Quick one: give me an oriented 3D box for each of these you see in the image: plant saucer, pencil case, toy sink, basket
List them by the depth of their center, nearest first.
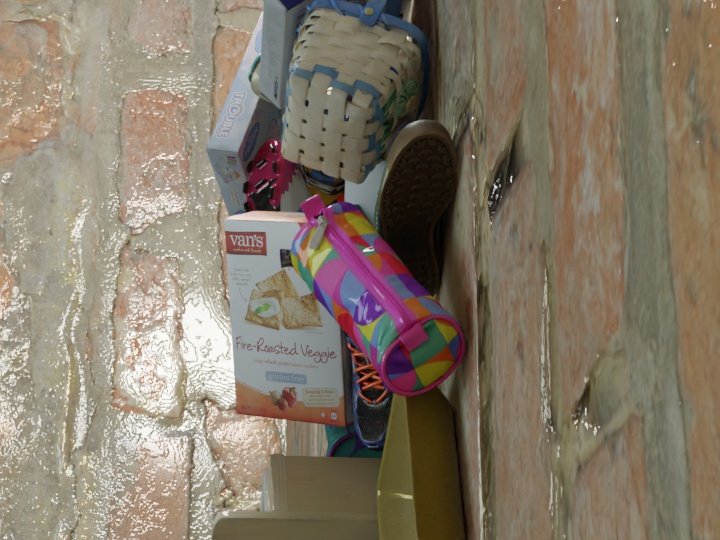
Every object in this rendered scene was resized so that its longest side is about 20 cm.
[{"bbox_3d":[0.009,0.020,1.439,0.200,0.088,0.089,48,142,45],"label":"pencil case"},{"bbox_3d":[0.051,0.210,1.448,0.201,0.048,0.201,99,171,-47],"label":"plant saucer"},{"bbox_3d":[-0.045,0.258,1.640,0.112,0.198,0.131,-99,12,-61],"label":"toy sink"},{"bbox_3d":[0.001,-0.196,1.675,0.177,0.138,0.201,99,-171,-54],"label":"basket"},{"bbox_3d":[-0.004,0.158,1.818,0.200,0.084,0.093,-98,13,-62],"label":"pencil case"}]

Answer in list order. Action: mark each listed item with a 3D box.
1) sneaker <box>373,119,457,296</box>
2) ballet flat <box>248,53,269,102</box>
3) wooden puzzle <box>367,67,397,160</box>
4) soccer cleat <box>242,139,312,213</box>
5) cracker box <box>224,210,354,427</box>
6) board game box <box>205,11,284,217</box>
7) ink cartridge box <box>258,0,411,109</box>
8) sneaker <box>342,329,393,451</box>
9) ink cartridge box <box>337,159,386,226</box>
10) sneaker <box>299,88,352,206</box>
[{"bbox_3d":[0.041,-0.069,1.522,0.090,0.066,0.201,-103,12,-46],"label":"sneaker"},{"bbox_3d":[-0.059,-0.216,1.868,0.200,0.069,0.070,-39,-43,-63],"label":"ballet flat"},{"bbox_3d":[0.019,-0.146,1.916,0.185,0.046,0.202,115,160,-75],"label":"wooden puzzle"},{"bbox_3d":[-0.070,-0.046,1.798,0.070,0.086,0.201,-39,46,35],"label":"soccer cleat"},{"bbox_3d":[-0.061,0.045,1.679,0.058,0.133,0.202,-17,-73,-56],"label":"cracker box"},{"bbox_3d":[-0.106,-0.151,1.937,0.200,0.043,0.201,77,-153,-54],"label":"board game box"},{"bbox_3d":[-0.018,-0.284,1.716,0.041,0.199,0.201,40,150,22],"label":"ink cartridge box"},{"bbox_3d":[0.012,0.070,1.612,0.078,0.075,0.202,18,-112,-55],"label":"sneaker"},{"bbox_3d":[0.000,0.000,1.752,0.173,0.043,0.202,-15,72,59],"label":"ink cartridge box"},{"bbox_3d":[-0.041,-0.115,1.844,0.201,0.074,0.091,104,180,-51],"label":"sneaker"}]
